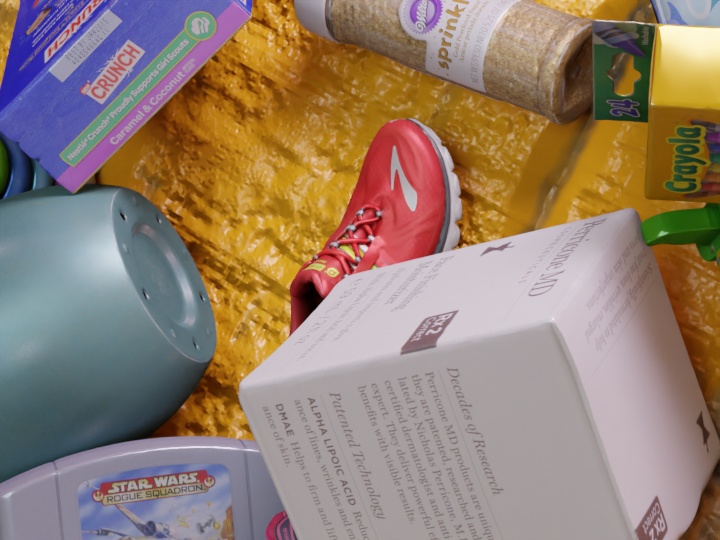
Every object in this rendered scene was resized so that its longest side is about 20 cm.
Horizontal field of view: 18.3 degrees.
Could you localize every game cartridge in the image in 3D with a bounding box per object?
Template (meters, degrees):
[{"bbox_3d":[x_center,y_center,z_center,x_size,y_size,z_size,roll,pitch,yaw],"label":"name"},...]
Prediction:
[{"bbox_3d":[-0.127,0.172,1.391,0.200,0.042,0.133,-7,102,-11],"label":"game cartridge"}]

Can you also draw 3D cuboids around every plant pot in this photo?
[{"bbox_3d":[-0.192,0.035,1.440,0.161,0.201,0.201,-27,71,16],"label":"plant pot"}]

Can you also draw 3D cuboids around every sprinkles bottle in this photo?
[{"bbox_3d":[0.055,-0.152,1.389,0.200,0.068,0.068,23,96,30],"label":"sprinkles bottle"}]

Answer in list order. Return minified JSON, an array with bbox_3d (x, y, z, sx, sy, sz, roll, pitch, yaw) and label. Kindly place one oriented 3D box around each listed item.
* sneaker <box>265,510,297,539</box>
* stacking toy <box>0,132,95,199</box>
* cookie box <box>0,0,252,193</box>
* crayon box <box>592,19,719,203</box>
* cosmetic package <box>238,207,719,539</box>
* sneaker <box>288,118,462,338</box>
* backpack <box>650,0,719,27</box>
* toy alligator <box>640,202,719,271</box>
[{"bbox_3d":[-0.027,0.243,1.370,0.075,0.081,0.200,7,87,13],"label":"sneaker"},{"bbox_3d":[-0.267,-0.065,1.487,0.085,0.200,0.085,-4,82,30],"label":"stacking toy"},{"bbox_3d":[-0.150,-0.168,1.442,0.171,0.075,0.200,-42,23,19],"label":"cookie box"},{"bbox_3d":[0.221,-0.079,1.187,0.200,0.126,0.052,4,70,8],"label":"crayon box"},{"bbox_3d":[0.072,0.086,1.261,0.200,0.165,0.165,-14,107,28],"label":"cosmetic package"},{"bbox_3d":[0.000,0.000,1.385,0.077,0.085,0.200,18,93,41],"label":"sneaker"},{"bbox_3d":[0.251,-0.191,1.235,0.200,0.147,0.183,-19,77,24],"label":"backpack"},{"bbox_3d":[0.257,-0.037,1.264,0.200,0.054,0.059,-14,70,1],"label":"toy alligator"}]
